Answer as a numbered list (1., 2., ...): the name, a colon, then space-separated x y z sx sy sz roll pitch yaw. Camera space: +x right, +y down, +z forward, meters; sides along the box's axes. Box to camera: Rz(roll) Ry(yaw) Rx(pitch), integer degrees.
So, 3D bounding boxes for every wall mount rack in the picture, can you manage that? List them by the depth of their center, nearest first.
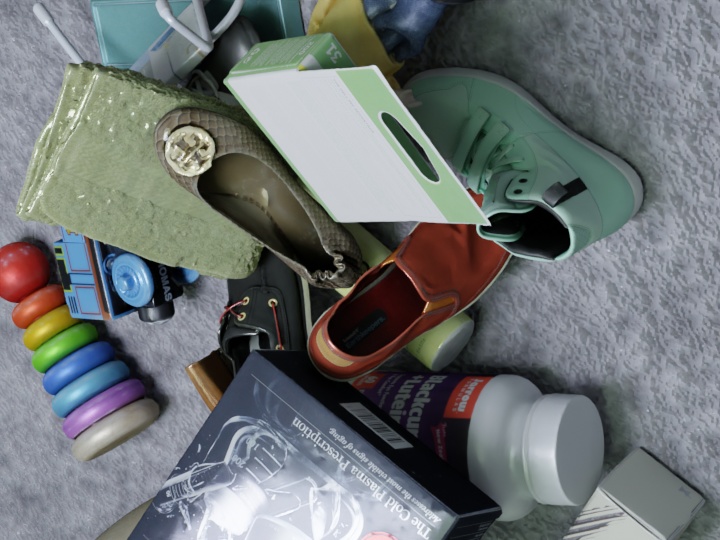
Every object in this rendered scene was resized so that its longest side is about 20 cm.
1. wall mount rack: -0.182 -0.186 1.539 0.200 0.174 0.074 -43 125 17

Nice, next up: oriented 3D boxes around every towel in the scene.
1. towel: -0.148 -0.075 1.496 0.199 0.037 0.149 17 120 -21

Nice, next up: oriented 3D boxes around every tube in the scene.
1. tube: 0.000 0.000 1.557 0.200 0.052 0.058 41 94 20

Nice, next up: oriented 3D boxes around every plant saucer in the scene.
1. plant saucer: -0.133 -0.191 1.577 0.199 0.019 0.070 2 112 31

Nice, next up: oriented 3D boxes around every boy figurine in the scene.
1. boy figurine: 0.006 -0.160 1.465 0.200 0.064 0.125 -48 60 39

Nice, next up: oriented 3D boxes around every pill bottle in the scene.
1. pill bottle: 0.080 0.134 1.522 0.199 0.111 0.112 -1 110 32

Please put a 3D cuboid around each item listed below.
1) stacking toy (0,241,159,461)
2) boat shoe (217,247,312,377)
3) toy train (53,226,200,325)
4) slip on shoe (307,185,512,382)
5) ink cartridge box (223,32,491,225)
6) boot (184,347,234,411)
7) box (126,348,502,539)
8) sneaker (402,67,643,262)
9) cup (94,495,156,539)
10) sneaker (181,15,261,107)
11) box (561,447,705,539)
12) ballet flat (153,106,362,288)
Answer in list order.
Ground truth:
1. stacking toy: -0.258 0.062 1.738 0.085 0.085 0.201 -35 83 38
2. boat shoe: -0.078 0.044 1.572 0.074 0.063 0.202 -34 64 52
3. toy train: -0.204 -0.052 1.642 0.114 0.087 0.201 1 109 41
4. slip on shoe: 0.045 0.007 1.458 0.074 0.200 0.061 50 169 5
5. ink cartridge box: 0.006 -0.098 1.386 0.146 0.048 0.200 52 154 -24
6. boot: -0.075 0.155 1.593 0.068 0.188 0.201 -28 95 21
7. box: -0.035 0.188 1.449 0.200 0.104 0.183 37 101 19
8. sneaker: 0.093 -0.077 1.418 0.200 0.118 0.074 29 125 21
9. cup: -0.129 0.256 1.680 0.200 0.200 0.144 38 100 13
10. sneaker: -0.130 -0.104 1.536 0.074 0.088 0.201 52 134 46
11. box: 0.178 0.237 1.525 0.068 0.082 0.200 38 124 15
12. ballet flat: -0.073 -0.048 1.474 0.067 0.046 0.200 -39 118 18
